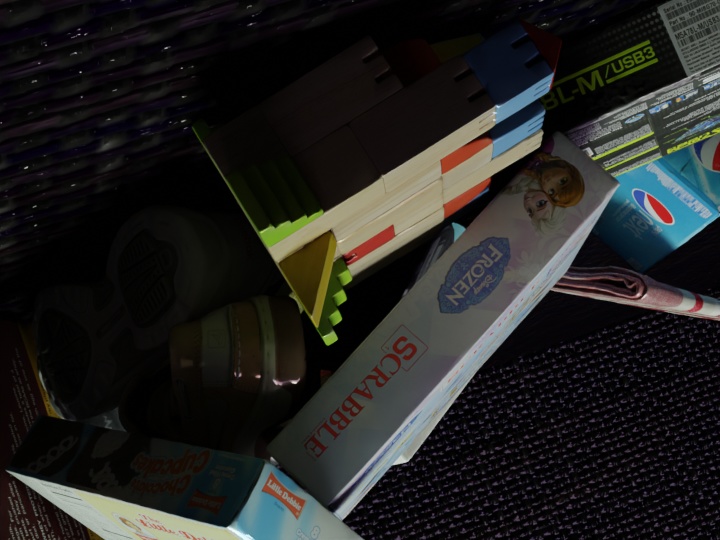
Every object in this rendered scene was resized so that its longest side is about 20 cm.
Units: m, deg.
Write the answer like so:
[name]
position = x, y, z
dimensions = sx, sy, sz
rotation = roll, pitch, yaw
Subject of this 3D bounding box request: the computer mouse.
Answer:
[computer mouse]
position = 0.000, 0.000, 0.851
dimensions = 0.139, 0.053, 0.200
rotation = -67, 166, 12

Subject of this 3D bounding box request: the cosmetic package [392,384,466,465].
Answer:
[cosmetic package]
position = 0.028, 0.067, 1.124
dimensions = 0.102, 0.074, 0.200
rotation = -20, -163, 40

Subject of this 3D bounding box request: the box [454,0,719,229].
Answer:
[box]
position = 0.128, -0.083, 0.792
dimensions = 0.200, 0.048, 0.193
rotation = -23, 173, 12

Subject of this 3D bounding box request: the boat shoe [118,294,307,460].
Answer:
[boat shoe]
position = -0.083, 0.066, 0.741
dimensions = 0.076, 0.072, 0.200
rotation = -3, 151, -16

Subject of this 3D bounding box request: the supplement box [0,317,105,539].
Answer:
[supplement box]
position = -0.239, 0.135, 0.766
dimensions = 0.133, 0.198, 0.200
rotation = -22, 172, 10

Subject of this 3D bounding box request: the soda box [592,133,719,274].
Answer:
[soda box]
position = 0.204, -0.058, 0.980
dimensions = 0.068, 0.064, 0.200
rotation = -48, 176, -10

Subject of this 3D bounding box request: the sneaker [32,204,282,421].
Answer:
[sneaker]
position = -0.103, 0.025, 0.793
dimensions = 0.099, 0.078, 0.200
rotation = -8, 166, -40

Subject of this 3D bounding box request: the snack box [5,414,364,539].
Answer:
[snack box]
position = -0.075, 0.123, 0.719
dimensions = 0.200, 0.116, 0.037
rotation = 2, -124, 50

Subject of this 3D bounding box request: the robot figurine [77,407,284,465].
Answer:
[robot figurine]
position = -0.131, 0.082, 0.933
dimensions = 0.125, 0.150, 0.200
rotation = -30, 179, -40

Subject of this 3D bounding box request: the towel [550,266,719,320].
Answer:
[towel]
position = 0.214, 0.017, 1.053
dimensions = 0.200, 0.023, 0.144
rotation = 10, 180, -38

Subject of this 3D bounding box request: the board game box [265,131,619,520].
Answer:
[board game box]
position = 0.039, 0.039, 0.760
dimensions = 0.200, 0.041, 0.200
rotation = -47, 172, -8

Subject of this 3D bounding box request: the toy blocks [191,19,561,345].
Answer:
[toy blocks]
position = 0.015, -0.049, 0.627
dimensions = 0.137, 0.100, 0.200
rotation = -32, 169, -3

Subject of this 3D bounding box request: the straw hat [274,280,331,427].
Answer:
[straw hat]
position = -0.012, 0.033, 1.008
dimensions = 0.201, 0.085, 0.201
rotation = -29, -163, 10

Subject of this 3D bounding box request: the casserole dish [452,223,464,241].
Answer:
[casserole dish]
position = 0.100, -0.043, 0.991
dimensions = 0.121, 0.039, 0.200
rotation = -19, 170, -16
